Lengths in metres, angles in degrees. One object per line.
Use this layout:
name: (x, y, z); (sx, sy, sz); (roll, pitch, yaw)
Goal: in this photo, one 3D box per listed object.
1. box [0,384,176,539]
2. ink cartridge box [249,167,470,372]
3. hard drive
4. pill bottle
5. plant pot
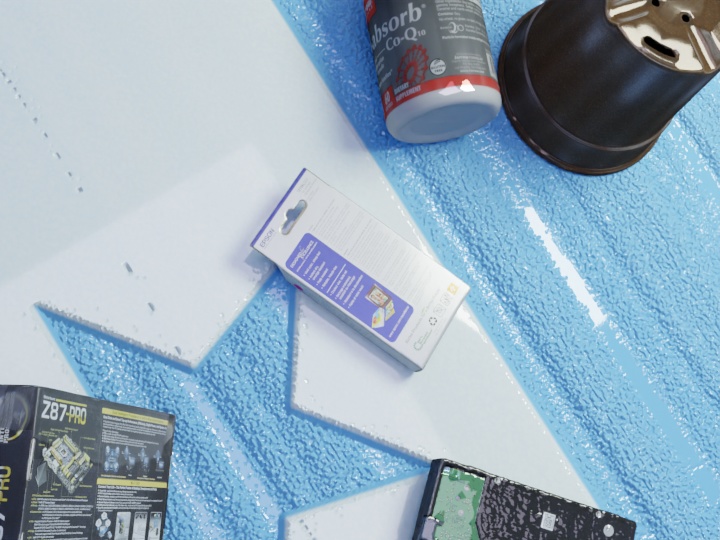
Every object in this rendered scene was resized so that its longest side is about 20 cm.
box: (-0.211, 0.180, 0.683); (0.048, 0.200, 0.164); (0, 77, 17)
ink cartridge box: (0.000, 0.000, 0.855); (0.199, 0.037, 0.095); (36, 73, -5)
hard drive: (0.142, 0.267, 0.815); (0.197, 0.038, 0.142); (19, 74, -8)
pill bottle: (0.064, -0.238, 0.882); (0.114, 0.116, 0.204); (-8, 78, -14)
plant pot: (0.260, -0.220, 0.878); (0.196, 0.198, 0.204); (3, 77, -12)
